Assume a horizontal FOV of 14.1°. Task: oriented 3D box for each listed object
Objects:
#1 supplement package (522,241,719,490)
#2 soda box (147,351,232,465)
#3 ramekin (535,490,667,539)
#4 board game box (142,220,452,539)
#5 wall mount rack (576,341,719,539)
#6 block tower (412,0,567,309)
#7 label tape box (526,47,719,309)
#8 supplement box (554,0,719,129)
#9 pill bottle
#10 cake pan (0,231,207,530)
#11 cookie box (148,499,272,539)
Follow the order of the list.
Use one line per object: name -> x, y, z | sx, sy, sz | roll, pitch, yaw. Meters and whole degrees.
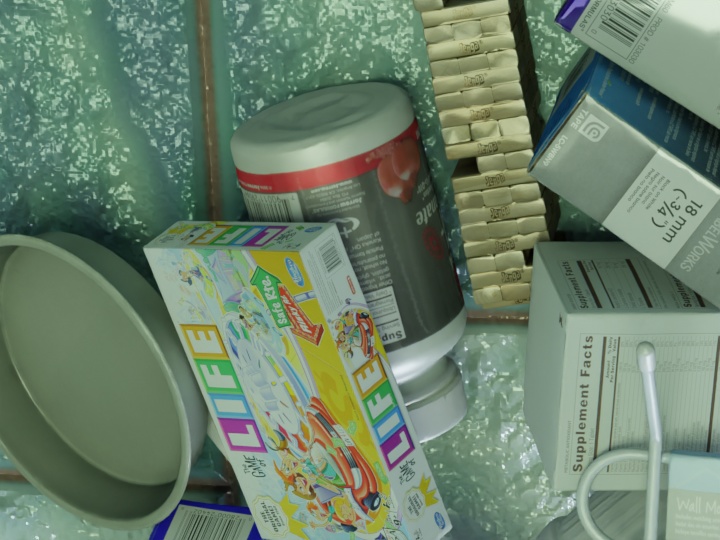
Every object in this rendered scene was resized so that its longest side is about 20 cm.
supplement package -> 0.200, 0.052, 1.660 | 0.198, 0.110, 0.115 | 1, 112, -7
soda box -> -0.040, 0.101, 1.786 | 0.068, 0.064, 0.200 | -33, 101, 22
ramekin -> 0.205, 0.193, 1.703 | 0.202, 0.202, 0.094 | 40, 103, -5
board game box -> -0.036, 0.067, 1.676 | 0.134, 0.034, 0.201 | 1, 120, 46
wall mount rack -> 0.210, 0.116, 1.561 | 0.199, 0.075, 0.175 | 4, 108, 12
block tower -> 0.079, -0.076, 1.695 | 0.057, 0.054, 0.201 | -8, 110, 14
label tape box -> 0.198, -0.044, 1.632 | 0.199, 0.144, 0.063 | 35, 114, -3
supplement box -> 0.222, -0.136, 1.614 | 0.199, 0.103, 0.101 | 33, 113, -1
pill bottle -> 0.000, 0.000, 1.710 | 0.110, 0.111, 0.201 | -10, 109, 16
cake pan -> -0.168, 0.062, 1.768 | 0.200, 0.037, 0.201 | 25, 131, 31
cookie box -> -0.099, 0.271, 1.780 | 0.075, 0.172, 0.201 | 7, 132, 14
